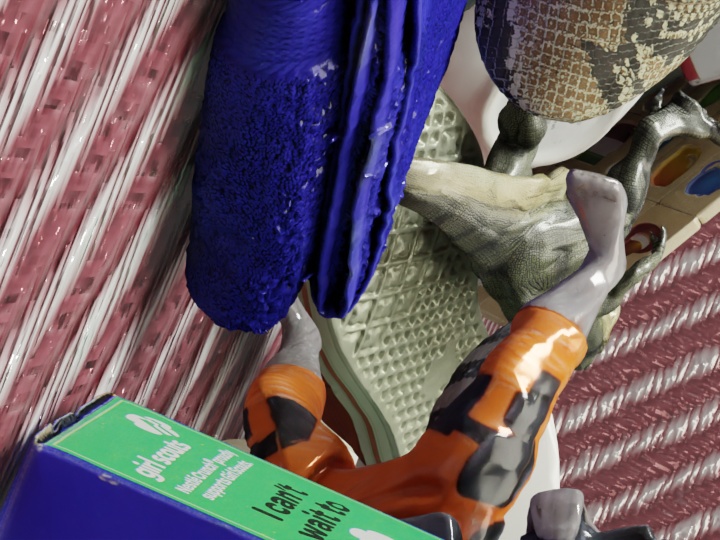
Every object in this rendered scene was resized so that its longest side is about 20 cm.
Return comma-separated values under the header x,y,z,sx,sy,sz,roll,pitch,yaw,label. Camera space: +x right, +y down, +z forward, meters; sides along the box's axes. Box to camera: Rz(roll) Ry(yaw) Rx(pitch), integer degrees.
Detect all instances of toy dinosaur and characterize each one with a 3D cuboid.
x,y,z,sx,sy,sz,roll,pitch,yaw,label
0.054,-0.025,0.858,0.088,0.047,0.200,-53,148,2,toy dinosaur

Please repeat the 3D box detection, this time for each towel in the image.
x,y,z,sx,sy,sz,roll,pitch,yaw,label
0.012,-0.089,0.701,0.200,0.049,0.148,104,10,-53,towel

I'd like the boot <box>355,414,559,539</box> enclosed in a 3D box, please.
x,y,z,sx,sy,sz,roll,pitch,yaw,label
0.026,0.125,1.027,0.090,0.072,0.201,44,56,-84,boot

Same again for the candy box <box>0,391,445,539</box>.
x,y,z,sx,sy,sz,roll,pitch,yaw,label
-0.006,0.145,0.663,0.077,0.199,0.170,-34,147,-82,candy box

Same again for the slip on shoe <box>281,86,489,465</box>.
x,y,z,sx,sy,sz,roll,pitch,yaw,label
0.000,0.000,0.905,0.074,0.061,0.200,-46,154,-18,slip on shoe

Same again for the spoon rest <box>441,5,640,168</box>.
x,y,z,sx,sy,sz,roll,pitch,yaw,label
0.034,-0.037,0.993,0.201,0.099,0.061,-62,-143,33,spoon rest

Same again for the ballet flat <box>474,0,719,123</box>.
x,y,z,sx,sy,sz,roll,pitch,yaw,label
0.101,-0.123,0.785,0.200,0.068,0.075,-49,-175,-28,ballet flat

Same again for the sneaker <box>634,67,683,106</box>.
x,y,z,sx,sy,sz,roll,pitch,yaw,label
0.077,-0.096,1.060,0.200,0.090,0.067,-10,121,-83,sneaker

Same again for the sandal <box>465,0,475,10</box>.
x,y,z,sx,sy,sz,roll,pitch,yaw,label
0.082,-0.107,0.898,0.200,0.048,0.075,-36,-179,-25,sandal

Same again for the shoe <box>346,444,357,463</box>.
x,y,z,sx,sy,sz,roll,pitch,yaw,label
-0.016,0.113,1.079,0.201,0.070,0.053,-62,180,-29,shoe

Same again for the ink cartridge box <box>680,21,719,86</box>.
x,y,z,sx,sy,sz,roll,pitch,yaw,label
0.143,-0.174,1.082,0.147,0.082,0.200,65,23,-16,ink cartridge box

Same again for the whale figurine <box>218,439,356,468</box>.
x,y,z,sx,sy,sz,roll,pitch,yaw,label
-0.023,0.148,0.869,0.159,0.103,0.201,-57,154,-60,whale figurine

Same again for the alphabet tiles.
x,y,z,sx,sy,sz,roll,pitch,yaw,label
0.113,-0.049,1.076,0.200,0.006,0.166,-39,-162,-8,alphabet tiles

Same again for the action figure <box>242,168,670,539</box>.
x,y,z,sx,sy,sz,roll,pitch,yaw,label
0.039,0.076,0.756,0.105,0.199,0.195,55,35,-56,action figure
